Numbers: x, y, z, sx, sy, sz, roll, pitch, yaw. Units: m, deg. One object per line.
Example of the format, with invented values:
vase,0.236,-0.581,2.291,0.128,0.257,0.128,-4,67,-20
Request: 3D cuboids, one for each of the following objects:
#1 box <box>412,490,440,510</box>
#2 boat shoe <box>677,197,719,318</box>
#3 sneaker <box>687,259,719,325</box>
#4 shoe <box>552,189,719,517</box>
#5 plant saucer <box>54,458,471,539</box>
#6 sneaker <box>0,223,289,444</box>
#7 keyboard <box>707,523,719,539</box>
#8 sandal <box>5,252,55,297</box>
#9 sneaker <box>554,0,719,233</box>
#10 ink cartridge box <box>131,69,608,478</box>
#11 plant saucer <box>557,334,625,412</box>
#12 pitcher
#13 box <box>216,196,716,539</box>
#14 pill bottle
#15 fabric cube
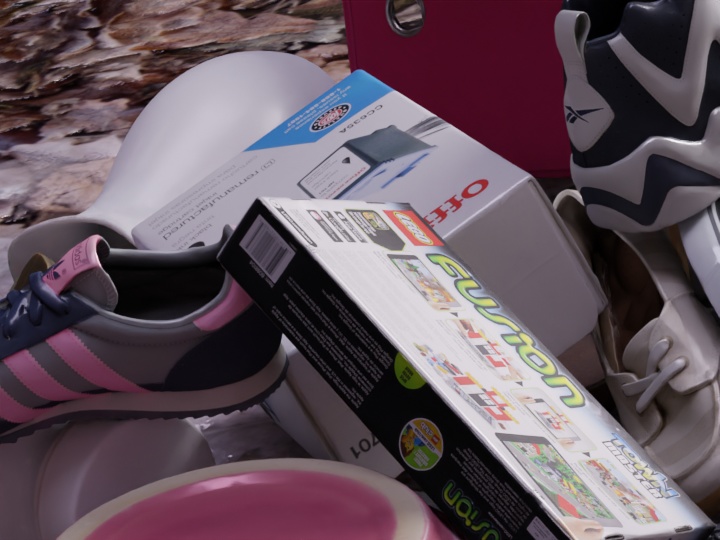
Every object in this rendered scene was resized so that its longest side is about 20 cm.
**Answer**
box,-0.038,0.149,1.168,0.158,0.049,0.200,6,26,37
boat shoe,0.198,0.033,1.256,0.056,0.069,0.200,-35,47,11
sneaker,0.198,0.020,1.370,0.200,0.082,0.077,35,92,47
shoe,0.128,0.032,1.307,0.053,0.070,0.200,23,31,-27
plant saucer,-0.045,0.125,1.094,0.199,0.051,0.201,-7,21,3
sneaker,-0.132,0.022,1.208,0.199,0.082,0.070,-10,40,-6
keyboard,0.150,0.145,1.131,0.126,0.021,0.200,-13,20,-9
sandal,-0.146,0.050,1.457,0.081,0.054,0.200,-58,27,-1
sneaker,0.162,-0.117,1.317,0.199,0.130,0.079,-30,23,-22
ink cartridge box,0.000,0.000,1.352,0.146,0.086,0.200,-36,27,-10
plant saucer,0.053,0.047,1.418,0.199,0.035,0.200,-8,22,3
pitcher,-0.068,-0.035,1.577,0.171,0.122,0.200,6,35,36
box,0.042,0.048,1.158,0.200,0.035,0.110,47,25,26
pill bottle,-0.159,0.083,1.306,0.112,0.113,0.199,-26,28,-37
fabric cube,0.127,-0.160,1.627,0.199,0.197,0.199,1,12,43
